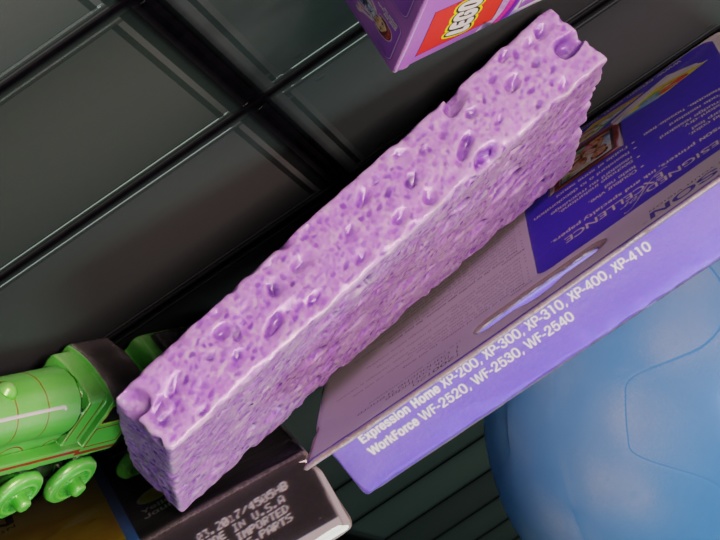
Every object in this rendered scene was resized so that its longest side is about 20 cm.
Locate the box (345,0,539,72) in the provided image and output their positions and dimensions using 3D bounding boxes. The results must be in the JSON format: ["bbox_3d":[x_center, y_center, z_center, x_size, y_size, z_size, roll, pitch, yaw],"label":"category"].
[{"bbox_3d":[0.073,-0.136,0.618,0.136,0.039,0.200,-28,165,-22],"label":"box"}]

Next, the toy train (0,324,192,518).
[{"bbox_3d":[-0.108,0.053,0.861,0.200,0.042,0.056,-11,145,-55],"label":"toy train"}]

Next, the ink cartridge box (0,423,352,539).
[{"bbox_3d":[-0.115,0.113,0.973,0.197,0.047,0.200,-31,-166,-8],"label":"ink cartridge box"}]

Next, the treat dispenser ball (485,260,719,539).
[{"bbox_3d":[0.154,0.061,1.085,0.200,0.201,0.201,-30,166,-9],"label":"treat dispenser ball"}]

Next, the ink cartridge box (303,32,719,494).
[{"bbox_3d":[0.071,0.001,0.910,0.198,0.043,0.200,-35,-170,11],"label":"ink cartridge box"}]

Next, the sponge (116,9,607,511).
[{"bbox_3d":[0.000,0.000,0.856,0.200,0.030,0.112,-42,169,-14],"label":"sponge"}]
